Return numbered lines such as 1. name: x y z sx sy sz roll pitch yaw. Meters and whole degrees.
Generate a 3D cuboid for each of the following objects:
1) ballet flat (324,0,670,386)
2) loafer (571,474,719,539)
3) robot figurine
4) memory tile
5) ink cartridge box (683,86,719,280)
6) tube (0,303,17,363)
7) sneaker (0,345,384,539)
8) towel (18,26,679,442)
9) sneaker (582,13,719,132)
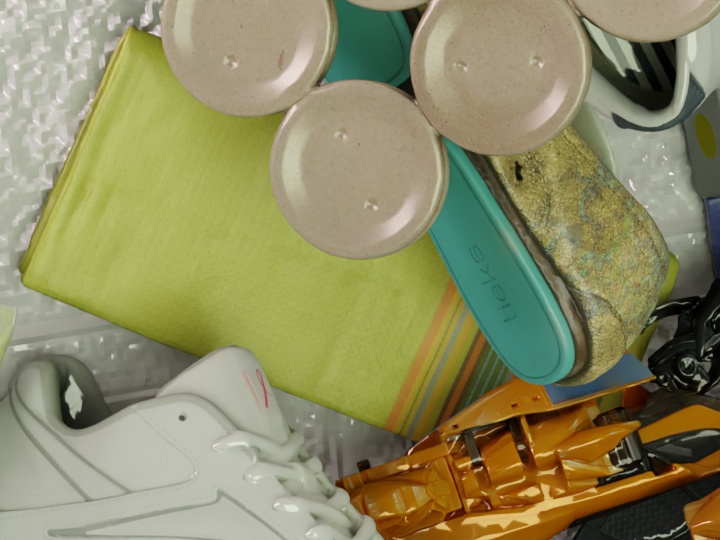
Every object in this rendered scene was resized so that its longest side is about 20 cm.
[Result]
1. ballet flat: 0.026 -0.061 0.789 0.071 0.071 0.200 -33 99 -5
2. loafer: 0.093 0.109 0.877 0.200 0.063 0.072 -43 83 -5
3. robot figurine: 0.101 0.079 0.819 0.199 0.058 0.146 -19 85 -2
4. memory tile: -0.007 -0.115 0.729 0.153 0.017 0.200 -38 89 16
5. ink cartridge box: 0.192 -0.097 0.843 0.197 0.047 0.201 -18 109 -11
6. tube: -0.153 0.101 0.775 0.058 0.052 0.201 11 89 -31
7. sneaker: -0.033 0.075 0.768 0.199 0.078 0.100 17 94 21
8. towel: 0.000 0.000 0.831 0.199 0.018 0.086 22 96 -22
9. sneaker: 0.049 -0.129 0.756 0.073 0.071 0.200 -32 103 22
